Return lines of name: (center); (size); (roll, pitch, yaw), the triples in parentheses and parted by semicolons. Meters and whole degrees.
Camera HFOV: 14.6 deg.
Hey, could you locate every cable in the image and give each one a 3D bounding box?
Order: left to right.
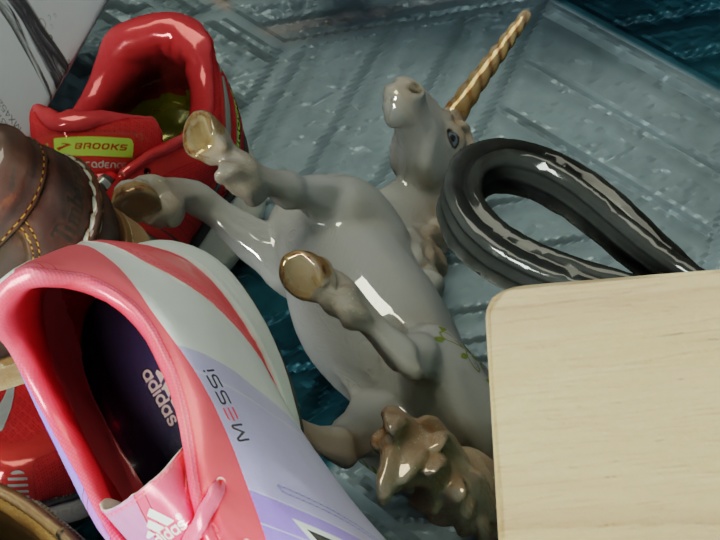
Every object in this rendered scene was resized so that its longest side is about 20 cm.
cable: (0.111, 0.027, 0.772); (0.199, 0.050, 0.097); (14, 54, 8)

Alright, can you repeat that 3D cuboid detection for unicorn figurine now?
unicorn figurine: (0.000, 0.000, 0.816); (0.074, 0.137, 0.201); (-32, 54, 31)

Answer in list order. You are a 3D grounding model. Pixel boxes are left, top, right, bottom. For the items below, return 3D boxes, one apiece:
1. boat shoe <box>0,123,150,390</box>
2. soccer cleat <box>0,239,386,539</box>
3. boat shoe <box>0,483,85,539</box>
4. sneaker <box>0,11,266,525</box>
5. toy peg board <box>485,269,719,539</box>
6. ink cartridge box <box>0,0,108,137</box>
boat shoe: (-0.157, 0.015, 0.783); (0.199, 0.070, 0.071); (-28, 51, 20)
soccer cleat: (-0.024, 0.076, 0.688); (0.200, 0.068, 0.073); (56, 23, 19)
boat shoe: (-0.065, 0.121, 0.688); (0.075, 0.074, 0.200); (-28, 43, -23)
sneaker: (-0.086, -0.006, 0.840); (0.077, 0.085, 0.200); (2, 40, 14)
toy peg board: (0.136, 0.106, 0.654); (0.199, 0.098, 0.200); (-5, 66, 5)
ink cartridge box: (-0.167, -0.075, 0.903); (0.145, 0.084, 0.200); (-17, 32, 30)
